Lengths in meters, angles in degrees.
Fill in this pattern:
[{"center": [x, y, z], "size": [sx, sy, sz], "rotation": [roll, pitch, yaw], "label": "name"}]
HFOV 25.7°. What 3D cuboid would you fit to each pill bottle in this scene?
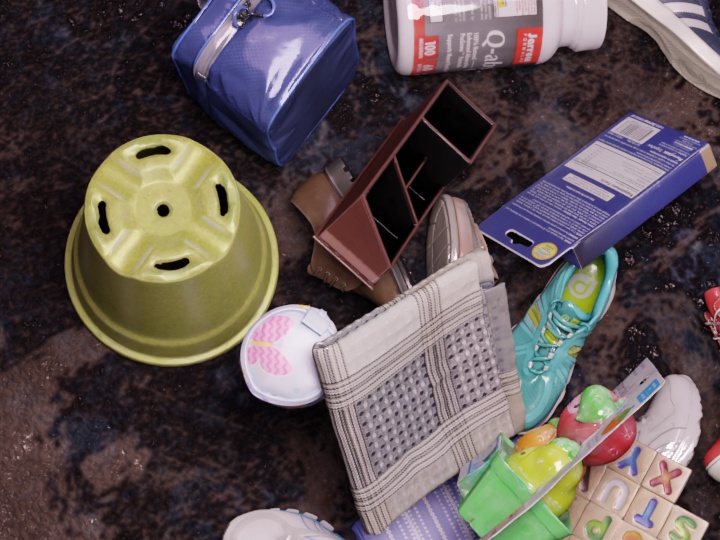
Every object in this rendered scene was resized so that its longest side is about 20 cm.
[{"center": [0.127, -0.251, 1.510], "size": [0.200, 0.116, 0.116], "rotation": [-6, 76, -5], "label": "pill bottle"}]

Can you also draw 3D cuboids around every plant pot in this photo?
[{"center": [-0.170, -0.031, 1.394], "size": [0.200, 0.184, 0.201], "rotation": [1, 75, -4], "label": "plant pot"}]

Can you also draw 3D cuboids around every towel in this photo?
[{"center": [0.060, 0.101, 1.326], "size": [0.200, 0.035, 0.193], "rotation": [-31, 120, -31], "label": "towel"}, {"center": [0.108, 0.249, 1.430], "size": [0.200, 0.024, 0.145], "rotation": [-25, 77, -12], "label": "towel"}]

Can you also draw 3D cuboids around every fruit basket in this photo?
[{"center": [0.167, 0.144, 1.311], "size": [0.094, 0.185, 0.200], "rotation": [41, 97, 3], "label": "fruit basket"}]

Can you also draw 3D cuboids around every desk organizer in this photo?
[{"center": [0.044, -0.082, 1.427], "size": [0.072, 0.077, 0.200], "rotation": [42, 46, -7], "label": "desk organizer"}]

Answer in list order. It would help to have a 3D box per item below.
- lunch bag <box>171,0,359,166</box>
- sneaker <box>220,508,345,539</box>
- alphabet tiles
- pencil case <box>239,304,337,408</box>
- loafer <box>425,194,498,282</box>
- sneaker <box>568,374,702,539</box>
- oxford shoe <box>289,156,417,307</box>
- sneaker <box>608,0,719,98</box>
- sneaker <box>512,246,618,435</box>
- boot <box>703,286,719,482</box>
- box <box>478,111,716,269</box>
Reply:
[{"center": [-0.093, -0.197, 1.436], "size": [0.132, 0.200, 0.136], "rotation": [36, 81, 8], "label": "lunch bag"}, {"center": [-0.031, 0.258, 1.370], "size": [0.200, 0.087, 0.075], "rotation": [18, 84, 13], "label": "sneaker"}, {"center": [0.199, 0.239, 1.380], "size": [0.166, 0.006, 0.200], "rotation": [28, 89, 22], "label": "alphabet tiles"}, {"center": [-0.056, 0.076, 1.370], "size": [0.091, 0.200, 0.083], "rotation": [-38, 87, -2], "label": "pencil case"}, {"center": [0.101, 0.025, 1.458], "size": [0.063, 0.072, 0.200], "rotation": [6, 61, -17], "label": "loafer"}, {"center": [0.242, 0.173, 1.424], "size": [0.099, 0.078, 0.200], "rotation": [23, 66, 5], "label": "sneaker"}, {"center": [0.000, 0.000, 1.466], "size": [0.084, 0.073, 0.200], "rotation": [-32, 76, 3], "label": "oxford shoe"}, {"center": [0.322, -0.254, 1.546], "size": [0.085, 0.075, 0.200], "rotation": [-43, 82, -9], "label": "sneaker"}, {"center": [0.177, 0.056, 1.452], "size": [0.077, 0.080, 0.200], "rotation": [28, 76, 3], "label": "sneaker"}, {"center": [0.342, 0.095, 1.442], "size": [0.144, 0.072, 0.200], "rotation": [47, 53, 9], "label": "boot"}, {"center": [0.218, -0.068, 1.474], "size": [0.200, 0.121, 0.032], "rotation": [-35, 123, -13], "label": "box"}]
